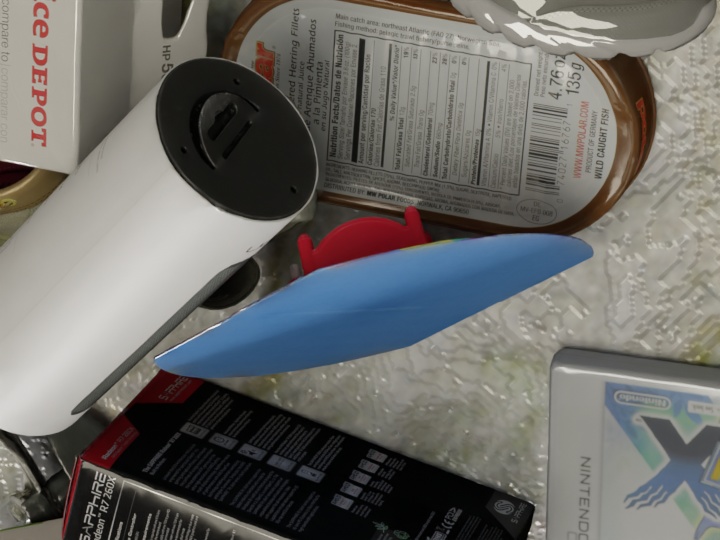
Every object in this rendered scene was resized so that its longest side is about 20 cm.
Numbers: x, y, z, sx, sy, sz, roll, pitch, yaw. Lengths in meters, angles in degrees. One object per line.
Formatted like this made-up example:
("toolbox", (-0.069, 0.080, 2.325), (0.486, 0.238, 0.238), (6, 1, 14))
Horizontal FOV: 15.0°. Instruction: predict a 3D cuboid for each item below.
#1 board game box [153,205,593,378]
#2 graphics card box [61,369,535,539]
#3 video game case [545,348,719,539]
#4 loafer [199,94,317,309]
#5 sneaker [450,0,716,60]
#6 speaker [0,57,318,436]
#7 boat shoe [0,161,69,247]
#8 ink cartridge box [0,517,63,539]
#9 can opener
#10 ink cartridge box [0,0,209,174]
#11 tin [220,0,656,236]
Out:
("board game box", (0.000, 0.000, 1.216), (0.200, 0.158, 0.039), (-29, 70, 46))
("graphics card box", (-0.027, 0.118, 1.295), (0.200, 0.125, 0.051), (19, 112, 9))
("video game case", (0.185, 0.133, 1.287), (0.199, 0.022, 0.183), (7, 116, 16))
("loafer", (-0.081, -0.011, 1.257), (0.200, 0.070, 0.070), (-41, 65, 53))
("sneaker", (0.060, -0.153, 1.165), (0.200, 0.075, 0.082), (23, 121, 8))
("speaker", (-0.103, -0.008, 1.176), (0.081, 0.081, 0.200), (44, 133, -5))
("boat shoe", (-0.227, -0.051, 1.306), (0.199, 0.074, 0.066), (0, 154, 10))
("ink cartridge box", (-0.124, 0.214, 1.388), (0.117, 0.067, 0.200), (-12, 130, 24))
("can opener", (-0.182, 0.057, 1.372), (0.066, 0.053, 0.200), (-36, 103, -6))
("ink cartridge box", (-0.169, -0.134, 1.226), (0.200, 0.125, 0.129), (11, 117, 15))
("tin", (0.032, -0.077, 1.235), (0.200, 0.042, 0.112), (11, 113, 14))
